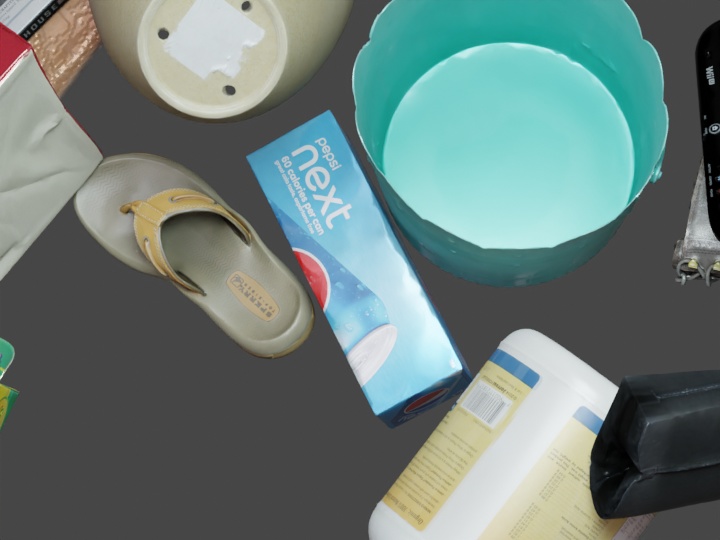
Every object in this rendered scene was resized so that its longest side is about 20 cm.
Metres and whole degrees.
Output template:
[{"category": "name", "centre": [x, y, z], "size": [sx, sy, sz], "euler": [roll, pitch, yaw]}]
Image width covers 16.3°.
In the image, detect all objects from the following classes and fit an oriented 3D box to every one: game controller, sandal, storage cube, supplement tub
[{"category": "game controller", "centre": [0.271, -0.094, 1.615], "size": [0.104, 0.042, 0.201], "euler": [-5, 50, 8]}, {"category": "sandal", "centre": [-0.114, -0.017, 1.698], "size": [0.200, 0.054, 0.080], "euler": [39, 87, 20]}, {"category": "storage cube", "centre": [-0.310, -0.090, 1.672], "size": [0.179, 0.171, 0.200], "euler": [34, 77, 22]}, {"category": "supplement tub", "centre": [0.096, 0.154, 1.579], "size": [0.144, 0.145, 0.200], "euler": [37, 87, 15]}]

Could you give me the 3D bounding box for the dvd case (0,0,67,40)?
[{"category": "dvd case", "centre": [-0.274, -0.263, 1.797], "size": [0.150, 0.025, 0.200], "euler": [-45, 75, -1]}]

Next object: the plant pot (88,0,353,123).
[{"category": "plant pot", "centre": [-0.093, -0.171, 1.616], "size": [0.186, 0.200, 0.188], "euler": [0, 109, -1]}]

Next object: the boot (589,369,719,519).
[{"category": "boot", "centre": [0.232, 0.129, 1.522], "size": [0.199, 0.166, 0.066], "euler": [-8, 30, -28]}]

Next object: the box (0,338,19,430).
[{"category": "box", "centre": [-0.319, 0.122, 1.714], "size": [0.117, 0.048, 0.201], "euler": [24, 86, 15]}]

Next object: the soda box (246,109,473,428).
[{"category": "soda box", "centre": [0.000, 0.000, 1.671], "size": [0.068, 0.064, 0.201], "euler": [-28, 74, 4]}]

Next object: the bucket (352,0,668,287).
[{"category": "bucket", "centre": [0.097, -0.092, 1.623], "size": [0.206, 0.135, 0.208], "euler": [-1, 75, 2]}]

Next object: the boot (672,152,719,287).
[{"category": "boot", "centre": [0.288, 0.005, 1.620], "size": [0.173, 0.069, 0.201], "euler": [4, 70, 13]}]
